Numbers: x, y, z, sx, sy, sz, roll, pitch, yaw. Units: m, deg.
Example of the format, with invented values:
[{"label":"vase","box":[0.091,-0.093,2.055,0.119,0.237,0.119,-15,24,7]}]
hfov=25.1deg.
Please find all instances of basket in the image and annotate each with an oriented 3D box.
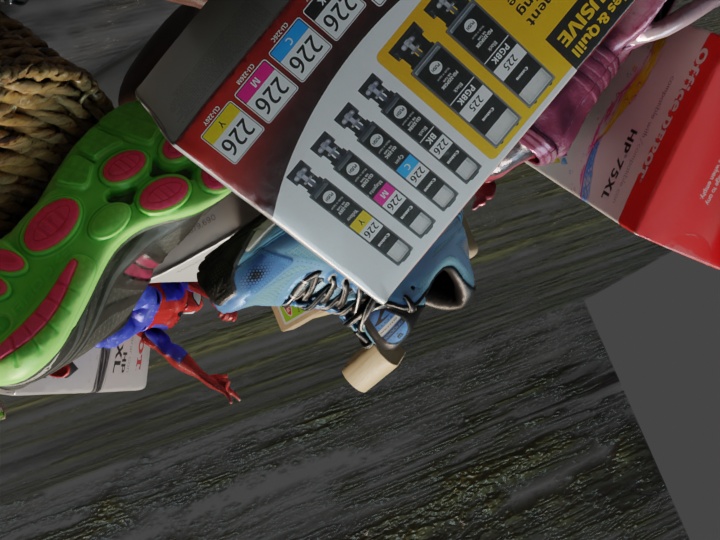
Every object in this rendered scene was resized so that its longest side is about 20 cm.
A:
[{"label":"basket","box":[-0.228,-0.077,0.805,0.143,0.149,0.200,-58,165,6]}]

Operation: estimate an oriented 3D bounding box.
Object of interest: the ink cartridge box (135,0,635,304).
[{"label":"ink cartridge box","box":[0.031,-0.097,0.739,0.200,0.175,0.084,-50,-150,5]}]

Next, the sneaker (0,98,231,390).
[{"label":"sneaker","box":[-0.133,-0.017,0.831,0.200,0.077,0.084,-43,172,-21]}]

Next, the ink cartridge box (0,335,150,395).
[{"label":"ink cartridge box","box":[-0.199,0.002,1.012,0.084,0.145,0.200,6,178,14]}]

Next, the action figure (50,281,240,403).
[{"label":"action figure","box":[-0.118,0.037,0.978,0.065,0.099,0.200,-61,172,11]}]

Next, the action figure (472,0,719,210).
[{"label":"action figure","box":[0.120,-0.114,0.874,0.200,0.149,0.134,-59,144,-1]}]

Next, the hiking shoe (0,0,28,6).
[{"label":"hiking shoe","box":[-0.122,-0.150,0.645,0.199,0.076,0.101,-4,166,-37]}]

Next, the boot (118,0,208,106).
[{"label":"boot","box":[-0.093,-0.135,0.797,0.186,0.064,0.200,-37,169,18]}]

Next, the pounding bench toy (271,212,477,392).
[{"label":"pounding bench toy","box":[0.014,-0.005,1.380,0.124,0.201,0.156,-31,168,39]}]

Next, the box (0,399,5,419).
[{"label":"box","box":[-0.374,0.075,1.032,0.199,0.123,0.192,-18,176,35]}]

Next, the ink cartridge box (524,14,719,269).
[{"label":"ink cartridge box","box":[0.176,-0.080,0.914,0.067,0.117,0.200,19,-169,-25]}]

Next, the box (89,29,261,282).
[{"label":"box","box":[-0.032,-0.090,0.989,0.199,0.131,0.199,-28,169,22]}]

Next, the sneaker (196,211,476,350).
[{"label":"sneaker","box":[0.000,0.000,0.895,0.200,0.090,0.078,-11,164,-45]}]
